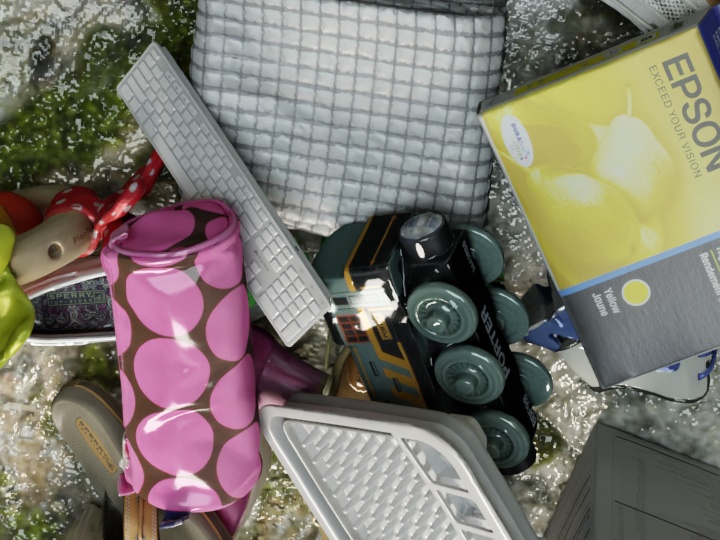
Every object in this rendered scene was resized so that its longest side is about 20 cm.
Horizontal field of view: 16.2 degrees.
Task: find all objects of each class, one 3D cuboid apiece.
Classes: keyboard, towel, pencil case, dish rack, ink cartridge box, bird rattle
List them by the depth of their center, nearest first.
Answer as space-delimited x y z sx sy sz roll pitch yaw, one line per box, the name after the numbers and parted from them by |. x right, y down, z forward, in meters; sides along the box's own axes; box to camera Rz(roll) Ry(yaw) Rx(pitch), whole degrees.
0.200 -0.049 1.538 0.199 0.047 0.198 -21 105 17 | ink cartridge box
-0.086 -0.047 1.571 0.056 0.011 0.201 -42 78 41 | keyboard
-0.113 0.055 1.579 0.093 0.091 0.201 0 117 5 | pencil case
0.037 0.143 1.595 0.199 0.044 0.172 4 132 50 | dish rack
-0.010 -0.107 1.603 0.199 0.086 0.167 7 115 4 | towel
-0.217 -0.025 1.621 0.200 0.163 0.113 -39 121 -27 | bird rattle

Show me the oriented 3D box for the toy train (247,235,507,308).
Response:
0.000 0.000 1.644 0.199 0.042 0.057 1 90 -12 | toy train

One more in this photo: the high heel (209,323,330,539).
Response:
-0.102 0.117 1.695 0.096 0.067 0.200 29 129 -3 | high heel

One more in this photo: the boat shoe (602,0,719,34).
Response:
0.217 -0.135 1.576 0.200 0.071 0.069 44 110 -1 | boat shoe

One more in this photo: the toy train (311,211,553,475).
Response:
0.046 0.049 1.595 0.113 0.085 0.201 -4 128 27 | toy train

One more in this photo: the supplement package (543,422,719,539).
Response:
0.180 0.202 1.634 0.113 0.200 0.110 21 111 -1 | supplement package

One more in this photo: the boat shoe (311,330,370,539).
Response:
-0.002 0.124 1.698 0.073 0.063 0.201 -1 111 6 | boat shoe

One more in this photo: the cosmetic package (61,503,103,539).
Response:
-0.209 0.274 1.773 0.105 0.071 0.200 37 110 -9 | cosmetic package

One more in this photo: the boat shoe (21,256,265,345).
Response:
-0.140 0.015 1.669 0.199 0.069 0.072 -1 110 6 | boat shoe

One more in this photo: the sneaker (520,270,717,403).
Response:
0.208 0.015 1.634 0.199 0.081 0.115 -35 112 17 | sneaker

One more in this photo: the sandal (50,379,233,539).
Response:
-0.150 0.162 1.694 0.200 0.054 0.082 53 140 8 | sandal
